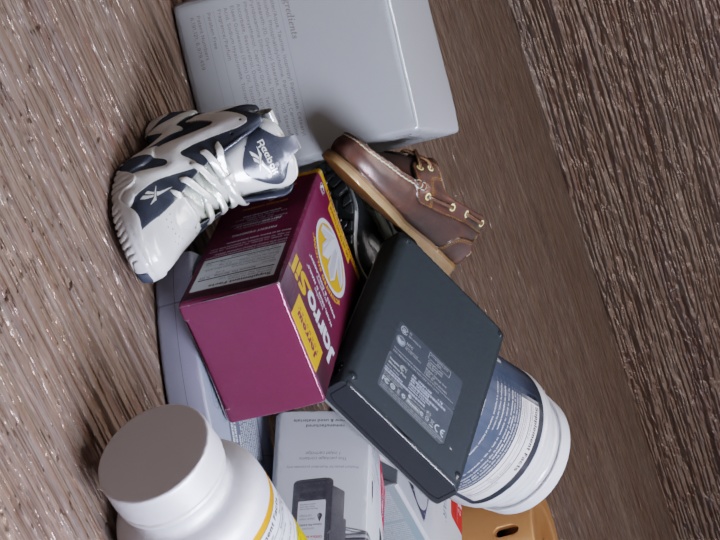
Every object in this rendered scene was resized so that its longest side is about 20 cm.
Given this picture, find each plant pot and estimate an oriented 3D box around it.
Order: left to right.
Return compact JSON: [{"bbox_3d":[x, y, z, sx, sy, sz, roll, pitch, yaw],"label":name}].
[{"bbox_3d":[0.145,0.323,1.833,0.200,0.139,0.202,-15,90,-74],"label":"plant pot"}]

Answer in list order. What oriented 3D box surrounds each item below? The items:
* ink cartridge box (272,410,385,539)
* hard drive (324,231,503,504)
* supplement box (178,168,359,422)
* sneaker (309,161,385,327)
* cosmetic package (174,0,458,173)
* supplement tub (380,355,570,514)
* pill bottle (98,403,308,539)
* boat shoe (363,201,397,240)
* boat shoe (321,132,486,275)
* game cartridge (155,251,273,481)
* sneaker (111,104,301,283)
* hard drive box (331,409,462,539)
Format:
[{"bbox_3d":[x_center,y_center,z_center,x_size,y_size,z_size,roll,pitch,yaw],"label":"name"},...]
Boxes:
[{"bbox_3d":[-0.027,0.236,1.320,0.146,0.082,0.202,82,9,-55],"label":"ink cartridge box"},{"bbox_3d":[0.049,0.076,1.362,0.140,0.033,0.201,44,38,-17],"label":"hard drive"},{"bbox_3d":[-0.068,0.016,1.310,0.201,0.085,0.111,-74,147,-60],"label":"supplement box"},{"bbox_3d":[0.000,0.000,1.464,0.087,0.075,0.202,15,52,-52],"label":"sneaker"},{"bbox_3d":[-0.038,-0.183,1.498,0.167,0.198,0.168,-12,89,-73],"label":"cosmetic package"},{"bbox_3d":[0.091,0.138,1.528,0.199,0.140,0.142,32,43,-40],"label":"supplement tub"},{"bbox_3d":[-0.101,0.188,1.130,0.112,0.110,0.201,-87,157,-46],"label":"pill bottle"},{"bbox_3d":[0.034,-0.046,1.578,0.200,0.062,0.075,-99,-171,-73],"label":"boat shoe"},{"bbox_3d":[0.041,-0.071,1.433,0.070,0.070,0.200,42,1,42],"label":"boat shoe"},{"bbox_3d":[-0.116,0.090,1.303,0.133,0.041,0.202,20,58,-67],"label":"game cartridge"},{"bbox_3d":[-0.112,-0.071,1.272,0.200,0.128,0.080,-73,145,-61],"label":"sneaker"},{"bbox_3d":[0.038,0.220,1.658,0.157,0.076,0.201,-87,158,-44],"label":"hard drive box"}]
